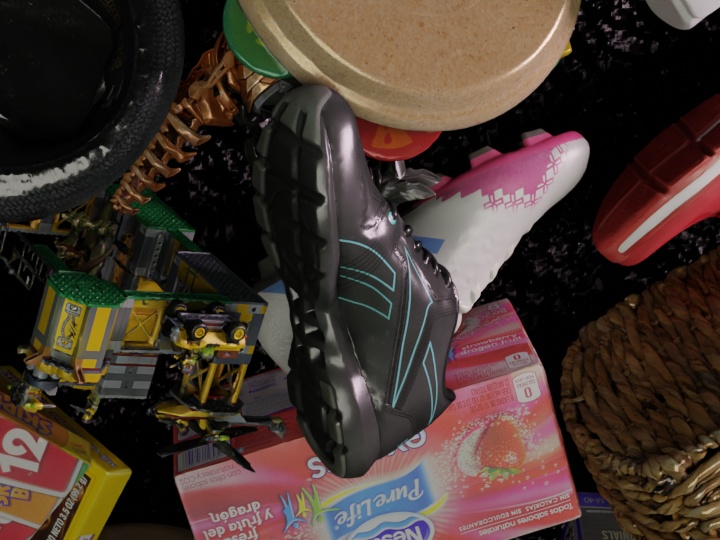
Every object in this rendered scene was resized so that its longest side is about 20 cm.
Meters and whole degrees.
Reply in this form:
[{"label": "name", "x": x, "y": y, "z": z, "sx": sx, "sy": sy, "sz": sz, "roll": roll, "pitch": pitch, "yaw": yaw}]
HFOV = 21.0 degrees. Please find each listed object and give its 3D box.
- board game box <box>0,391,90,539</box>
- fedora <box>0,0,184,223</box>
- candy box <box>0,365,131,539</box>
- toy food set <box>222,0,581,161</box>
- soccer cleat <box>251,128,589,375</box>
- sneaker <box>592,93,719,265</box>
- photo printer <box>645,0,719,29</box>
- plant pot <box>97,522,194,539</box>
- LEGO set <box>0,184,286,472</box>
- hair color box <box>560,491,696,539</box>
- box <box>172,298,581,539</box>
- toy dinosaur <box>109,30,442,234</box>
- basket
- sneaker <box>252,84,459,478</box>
[{"label": "board game box", "x": -0.242, "y": 0.078, "z": 0.967, "sx": 0.200, "sy": 0.030, "sz": 0.096, "roll": 34, "pitch": 107, "yaw": -21}, {"label": "fedora", "x": -0.184, "y": -0.115, "z": 0.940, "sx": 0.200, "sy": 0.092, "sz": 0.202, "roll": 1, "pitch": 84, "yaw": -7}, {"label": "candy box", "x": -0.205, "y": 0.162, "z": 1.055, "sx": 0.102, "sy": 0.026, "sz": 0.201, "roll": 36, "pitch": 107, "yaw": 29}, {"label": "toy food set", "x": 0.018, "y": -0.156, "z": 0.937, "sx": 0.199, "sy": 0.049, "sz": 0.199, "roll": -17, "pitch": 85, "yaw": -26}, {"label": "soccer cleat", "x": 0.040, "y": 0.000, "z": 1.013, "sx": 0.199, "sy": 0.070, "sz": 0.087, "roll": -27, "pitch": 83, "yaw": -1}, {"label": "sneaker", "x": 0.228, "y": -0.046, "z": 1.027, "sx": 0.200, "sy": 0.078, "sz": 0.116, "roll": -40, "pitch": 107, "yaw": 10}, {"label": "photo printer", "x": 0.188, "y": -0.241, "z": 0.942, "sx": 0.200, "sy": 0.069, "sz": 0.167, "roll": -38, "pitch": 111, "yaw": -3}, {"label": "plant pot", "x": -0.126, "y": 0.251, "z": 1.090, "sx": 0.200, "sy": 0.093, "sz": 0.202, "roll": -1, "pitch": 110, "yaw": -4}, {"label": "LEGO set", "x": -0.140, "y": 0.035, "z": 0.962, "sx": 0.153, "sy": 0.200, "sz": 0.116, "roll": -1, "pitch": 115, "yaw": -45}, {"label": "hair color box", "x": 0.155, "y": 0.214, "z": 1.086, "sx": 0.109, "sy": 0.065, "sz": 0.201, "roll": 4, "pitch": 133, "yaw": -7}, {"label": "box", "x": 0.005, "y": 0.100, "z": 1.044, "sx": 0.199, "sy": 0.103, "sz": 0.095, "roll": -17, "pitch": 111, "yaw": -1}, {"label": "toy dinosaur", "x": -0.037, "y": -0.087, "z": 0.973, "sx": 0.199, "sy": 0.102, "sz": 0.136, "roll": -28, "pitch": 108, "yaw": -1}, {"label": "basket", "x": 0.198, "y": 0.100, "z": 1.009, "sx": 0.142, "sy": 0.200, "sz": 0.149, "roll": -32, "pitch": 110, "yaw": 5}, {"label": "sneaker", "x": 0.000, "y": 0.000, "z": 0.927, "sx": 0.079, "sy": 0.075, "sz": 0.201, "roll": -20, "pitch": 122, "yaw": -21}]
